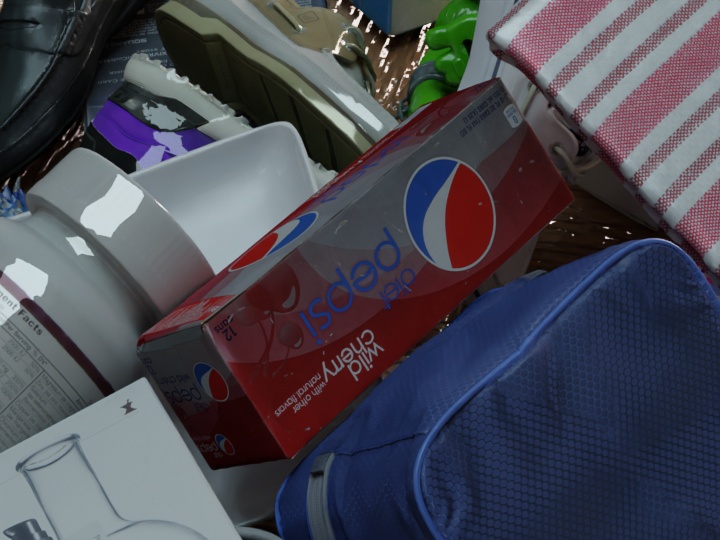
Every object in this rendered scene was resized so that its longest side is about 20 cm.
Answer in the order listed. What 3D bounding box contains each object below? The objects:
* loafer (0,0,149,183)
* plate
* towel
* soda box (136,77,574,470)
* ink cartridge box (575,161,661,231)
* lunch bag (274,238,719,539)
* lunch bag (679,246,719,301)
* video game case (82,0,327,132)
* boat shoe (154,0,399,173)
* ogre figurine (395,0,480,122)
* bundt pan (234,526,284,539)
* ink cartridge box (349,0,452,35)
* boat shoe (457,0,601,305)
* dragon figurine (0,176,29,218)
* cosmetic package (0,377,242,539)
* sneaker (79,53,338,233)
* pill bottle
[{"bbox_3d":[-0.173,-0.132,1.226,0.068,0.070,0.201,5,53,37],"label":"loafer"},{"bbox_3d":[-0.095,0.046,1.032,0.199,0.032,0.200,-20,59,0],"label":"plate"},{"bbox_3d":[0.167,-0.075,1.002,0.146,0.030,0.200,-41,84,-23],"label":"towel"},{"bbox_3d":[0.000,0.000,0.970,0.200,0.070,0.063,-40,15,-33],"label":"soda box"},{"bbox_3d":[0.190,-0.134,1.155,0.200,0.146,0.084,-34,49,-27],"label":"ink cartridge box"},{"bbox_3d":[0.072,0.082,0.922,0.200,0.136,0.132,-38,11,-33],"label":"lunch bag"},{"bbox_3d":[0.242,0.003,1.050,0.199,0.077,0.161,0,48,8],"label":"lunch bag"},{"bbox_3d":[-0.081,-0.094,1.234,0.142,0.019,0.200,-8,43,-2],"label":"video game case"},{"bbox_3d":[-0.027,-0.103,1.170,0.068,0.075,0.200,-33,48,-19],"label":"boat shoe"},{"bbox_3d":[0.084,-0.157,1.186,0.098,0.201,0.120,13,11,-4],"label":"ogre figurine"},{"bbox_3d":[-0.069,0.198,0.855,0.201,0.076,0.202,-10,46,10],"label":"bundt pan"},{"bbox_3d":[0.013,-0.228,1.329,0.116,0.067,0.200,-22,45,-23],"label":"ink cartridge box"},{"bbox_3d":[0.083,-0.071,1.061,0.067,0.201,0.073,19,25,30],"label":"boat shoe"},{"bbox_3d":[-0.246,-0.027,1.147,0.200,0.059,0.099,23,49,27],"label":"dragon figurine"},{"bbox_3d":[-0.134,0.145,0.841,0.200,0.052,0.151,-28,43,-9],"label":"cosmetic package"},{"bbox_3d":[-0.061,-0.016,1.116,0.200,0.070,0.100,34,80,19],"label":"sneaker"},{"bbox_3d":[-0.160,0.048,0.962,0.109,0.110,0.200,33,72,35],"label":"pill bottle"}]
